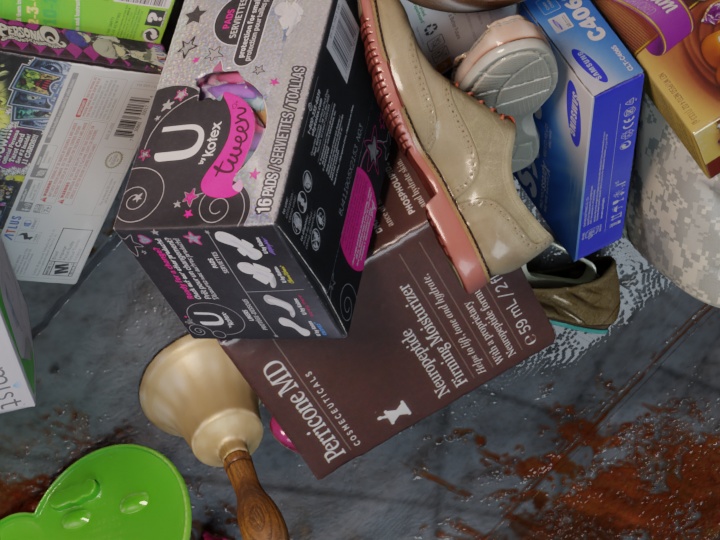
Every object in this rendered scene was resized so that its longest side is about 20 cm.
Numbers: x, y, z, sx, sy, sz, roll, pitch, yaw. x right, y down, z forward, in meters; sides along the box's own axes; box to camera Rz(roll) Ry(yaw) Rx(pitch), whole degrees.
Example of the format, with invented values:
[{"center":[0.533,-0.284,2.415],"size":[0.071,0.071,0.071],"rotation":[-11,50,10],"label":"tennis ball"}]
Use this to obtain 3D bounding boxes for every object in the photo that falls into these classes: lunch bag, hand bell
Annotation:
[{"center":[0.259,-0.087,1.492],"size":[0.138,0.168,0.201],"rotation":[-9,130,-17],"label":"lunch bag"},{"center":[-0.088,0.145,1.507],"size":[0.103,0.201,0.105],"rotation":[-11,131,-14],"label":"hand bell"}]

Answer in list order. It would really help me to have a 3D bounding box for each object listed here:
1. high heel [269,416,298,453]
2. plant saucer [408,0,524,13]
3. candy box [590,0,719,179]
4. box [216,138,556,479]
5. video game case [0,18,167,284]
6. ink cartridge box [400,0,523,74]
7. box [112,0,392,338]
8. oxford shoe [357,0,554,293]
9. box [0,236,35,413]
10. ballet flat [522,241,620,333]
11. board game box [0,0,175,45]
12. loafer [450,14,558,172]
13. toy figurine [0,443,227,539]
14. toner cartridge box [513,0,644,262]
[{"center":[0.014,0.080,1.560],"size":[0.199,0.067,0.096],"rotation":[-19,151,-53],"label":"high heel"},{"center":[0.100,-0.233,1.282],"size":[0.199,0.032,0.201],"rotation":[-22,142,-18],"label":"plant saucer"},{"center":[0.230,-0.168,1.390],"size":[0.116,0.201,0.057],"rotation":[-30,141,3],"label":"candy box"},{"center":[0.000,0.000,1.451],"size":[0.199,0.165,0.166],"rotation":[-31,133,3],"label":"box"},{"center":[-0.239,-0.076,1.353],"size":[0.180,0.036,0.201],"rotation":[6,134,-28],"label":"video game case"},{"center":[0.091,-0.236,1.335],"size":[0.199,0.047,0.198],"rotation":[-35,146,-4],"label":"ink cartridge box"},{"center":[-0.062,-0.073,1.318],"size":[0.114,0.201,0.132],"rotation":[-3,145,22],"label":"box"},{"center":[0.057,-0.091,1.310],"size":[0.074,0.070,0.201],"rotation":[-23,94,0],"label":"oxford shoe"},{"center":[-0.314,0.009,1.321],"size":[0.175,0.097,0.201],"rotation":[-11,138,-2],"label":"box"},{"center":[0.116,0.007,1.584],"size":[0.198,0.068,0.073],"rotation":[3,105,-26],"label":"ballet flat"},{"center":[-0.217,-0.170,1.311],"size":[0.199,0.030,0.096],"rotation":[3,128,-29],"label":"board game box"},{"center":[0.088,-0.125,1.391],"size":[0.071,0.063,0.200],"rotation":[-14,160,-4],"label":"loafer"},{"center":[-0.171,0.244,1.618],"size":[0.199,0.151,0.184],"rotation":[-18,146,21],"label":"toy figurine"},{"center":[0.147,-0.101,1.443],"size":[0.043,0.095,0.201],"rotation":[-26,150,-14],"label":"toner cartridge box"}]
